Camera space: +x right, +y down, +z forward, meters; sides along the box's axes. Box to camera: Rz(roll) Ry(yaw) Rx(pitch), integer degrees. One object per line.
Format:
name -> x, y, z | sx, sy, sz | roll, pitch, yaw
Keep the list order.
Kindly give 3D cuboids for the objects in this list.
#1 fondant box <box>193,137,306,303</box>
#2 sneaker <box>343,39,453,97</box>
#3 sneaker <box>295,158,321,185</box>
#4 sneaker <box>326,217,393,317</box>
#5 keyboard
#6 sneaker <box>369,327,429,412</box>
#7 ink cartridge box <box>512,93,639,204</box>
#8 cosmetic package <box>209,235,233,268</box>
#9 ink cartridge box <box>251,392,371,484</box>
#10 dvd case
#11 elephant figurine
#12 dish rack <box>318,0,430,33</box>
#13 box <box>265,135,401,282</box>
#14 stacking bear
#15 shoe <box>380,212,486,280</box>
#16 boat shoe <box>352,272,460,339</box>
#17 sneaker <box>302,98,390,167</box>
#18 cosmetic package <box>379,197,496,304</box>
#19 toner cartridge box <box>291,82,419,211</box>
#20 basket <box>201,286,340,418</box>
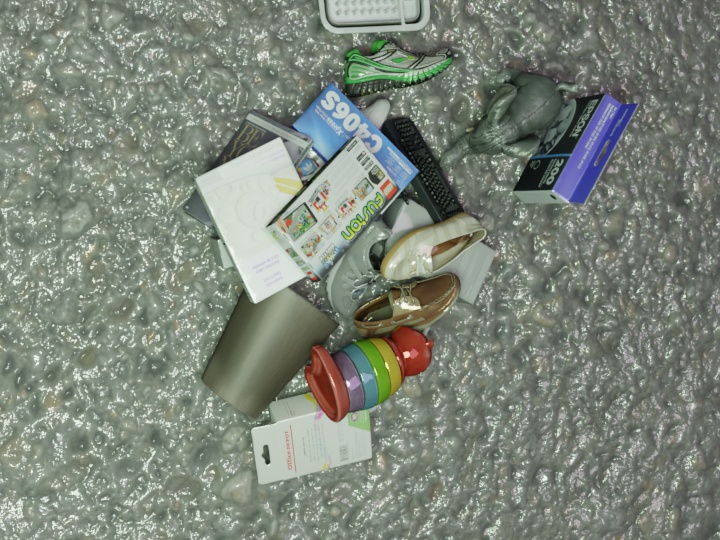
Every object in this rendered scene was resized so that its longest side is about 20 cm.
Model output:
fondant box -> -0.141, -0.074, 1.355 | 0.142, 0.058, 0.203 | -27, 97, -13
sneaker -> 0.065, -0.352, 1.530 | 0.196, 0.078, 0.087 | -14, 97, -17
sneaker -> -0.072, -0.123, 1.426 | 0.075, 0.197, 0.092 | -36, 136, -40
sneaker -> 0.000, 0.000, 1.489 | 0.074, 0.081, 0.203 | -25, 139, -42
keyboard -> 0.093, -0.164, 1.527 | 0.126, 0.021, 0.203 | -24, 80, -40
sneaker -> 0.050, 0.156, 1.553 | 0.076, 0.080, 0.203 | 30, 88, -21
ink cartridge box -> 0.367, -0.210, 1.576 | 0.043, 0.199, 0.201 | 32, 83, -20
cosmetic package -> -0.139, -0.051, 1.476 | 0.196, 0.082, 0.052 | -14, 97, -17
ink cartridge box -> -0.085, 0.268, 1.501 | 0.195, 0.067, 0.120 | -11, 116, -14
dvd case -> -0.179, -0.149, 1.434 | 0.202, 0.147, 0.016 | -55, 144, -8
elephant figurine -> 0.250, -0.245, 1.546 | 0.140, 0.157, 0.200 | 34, 56, 16
dish rack -> 0.015, -0.485, 1.524 | 0.195, 0.043, 0.176 | -7, 96, -18
box -> -0.038, -0.092, 1.343 | 0.110, 0.035, 0.200 | 49, 64, -14
stacking bear -> 0.025, 0.153, 1.453 | 0.197, 0.122, 0.115 | -21, 68, -23
shoe -> 0.120, -0.036, 1.476 | 0.198, 0.053, 0.071 | -28, 135, -23
boat shoe -> 0.074, 0.059, 1.503 | 0.198, 0.077, 0.072 | -31, 134, 18
sneaker -> -0.037, -0.237, 1.503 | 0.198, 0.075, 0.101 | -36, 104, -13
cosmetic package -> 0.123, -0.033, 1.566 | 0.198, 0.090, 0.108 | 30, 83, -15
toner cartridge box -> -0.008, -0.193, 1.456 | 0.200, 0.043, 0.095 | 44, 86, -4
basket -> -0.156, 0.120, 1.457 | 0.179, 0.136, 0.202 | 38, 85, -30
